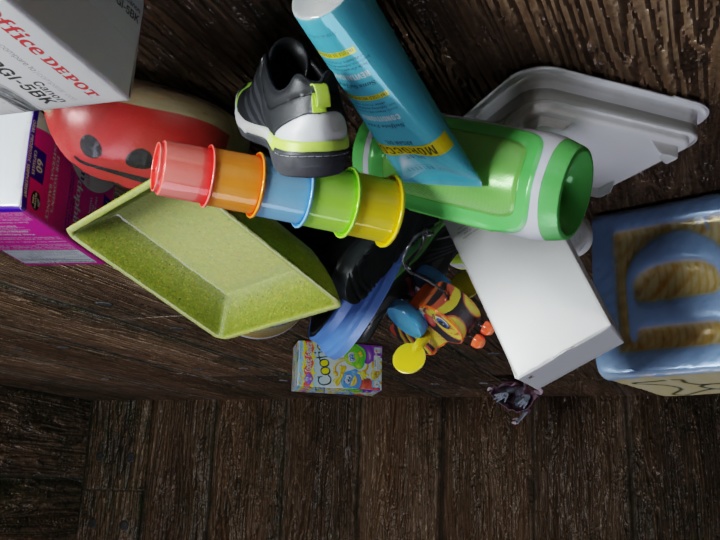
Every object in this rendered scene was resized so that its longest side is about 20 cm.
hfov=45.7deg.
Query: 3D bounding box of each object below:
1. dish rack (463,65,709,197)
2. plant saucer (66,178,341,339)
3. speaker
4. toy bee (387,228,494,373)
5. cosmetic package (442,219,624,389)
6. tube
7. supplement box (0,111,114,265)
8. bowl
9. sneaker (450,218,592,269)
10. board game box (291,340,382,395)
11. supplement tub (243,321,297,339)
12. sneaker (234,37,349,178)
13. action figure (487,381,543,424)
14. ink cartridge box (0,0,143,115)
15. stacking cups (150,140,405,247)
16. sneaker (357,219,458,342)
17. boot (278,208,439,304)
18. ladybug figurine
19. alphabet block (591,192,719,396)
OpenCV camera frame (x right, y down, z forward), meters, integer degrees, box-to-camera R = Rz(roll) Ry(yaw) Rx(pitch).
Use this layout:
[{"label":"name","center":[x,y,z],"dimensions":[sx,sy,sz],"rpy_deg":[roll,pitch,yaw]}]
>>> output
[{"label":"dish rack","center":[0.193,-0.115,0.776],"dimensions":[0.196,0.045,0.171],"rpy_deg":[9,165,-19]},{"label":"plant saucer","center":[-0.139,-0.021,0.784],"dimensions":[0.198,0.049,0.199],"rpy_deg":[-17,133,44]},{"label":"speaker","center":[0.090,-0.084,0.722],"dimensions":[0.197,0.090,0.088],"rpy_deg":[17,175,33]},{"label":"toy bee","center":[0.081,0.053,0.883],"dimensions":[0.108,0.132,0.200],"rpy_deg":[37,180,13]},{"label":"cosmetic package","center":[0.170,0.003,0.864],"dimensions":[0.106,0.203,0.085],"rpy_deg":[-29,155,17]},{"label":"tube","center":[0.021,-0.127,0.620],"dimensions":[0.076,0.051,0.200],"rpy_deg":[14,155,40]},{"label":"supplement box","center":[-0.338,-0.079,0.873],"dimensions":[0.101,0.104,0.200],"rpy_deg":[0,166,5]},{"label":"bowl","center":[0.000,0.000,0.953],"dimensions":[0.039,0.204,0.200],"rpy_deg":[28,160,-9]},{"label":"sneaker","center":[0.201,-0.039,1.034],"dimensions":[0.197,0.078,0.104],"rpy_deg":[-1,179,40]},{"label":"board game box","center":[-0.056,0.227,1.975],"dimensions":[0.195,0.108,0.103],"rpy_deg":[4,165,-11]},{"label":"supplement tub","center":[-0.123,0.006,1.074],"dimensions":[0.141,0.148,0.200],"rpy_deg":[5,165,-12]},{"label":"sneaker","center":[-0.049,-0.134,0.644],"dimensions":[0.070,0.085,0.200],"rpy_deg":[-8,-155,-19]},{"label":"action figure","center":[0.440,0.339,2.410],"dimensions":[0.149,0.134,0.199],"rpy_deg":[-48,162,13]},{"label":"ink cartridge box","center":[-0.265,-0.169,0.559],"dimensions":[0.195,0.085,0.147],"rpy_deg":[-2,164,19]},{"label":"stacking cups","center":[-0.063,-0.067,0.669],"dimensions":[0.196,0.062,0.060],"rpy_deg":[12,163,-22]},{"label":"sneaker","center":[0.061,0.016,1.005],"dimensions":[0.084,0.200,0.077],"rpy_deg":[42,-173,-14]},{"label":"boot","center":[-0.014,-0.078,0.854],"dimensions":[0.167,0.200,0.077],"rpy_deg":[32,158,29]},{"label":"ladybug figurine","center":[-0.193,-0.116,0.772],"dimensions":[0.197,0.074,0.135],"rpy_deg":[12,163,-33]},{"label":"alphabet block","center":[0.404,0.038,1.019],"dimensions":[0.192,0.201,0.198],"rpy_deg":[-8,163,39]}]
